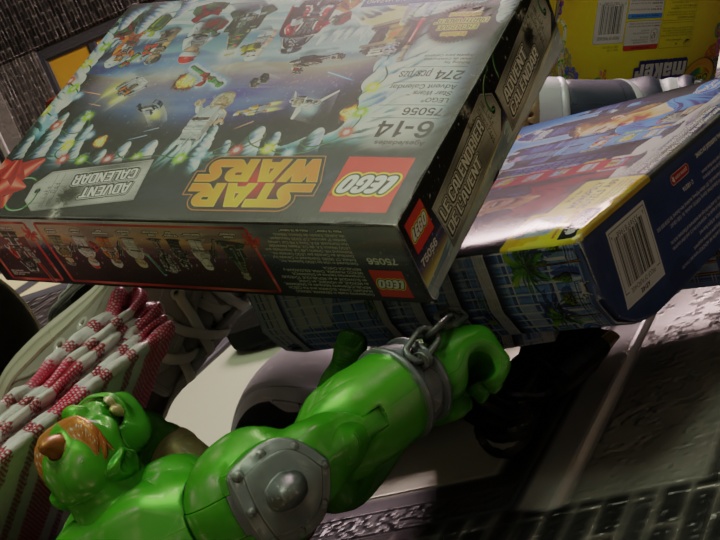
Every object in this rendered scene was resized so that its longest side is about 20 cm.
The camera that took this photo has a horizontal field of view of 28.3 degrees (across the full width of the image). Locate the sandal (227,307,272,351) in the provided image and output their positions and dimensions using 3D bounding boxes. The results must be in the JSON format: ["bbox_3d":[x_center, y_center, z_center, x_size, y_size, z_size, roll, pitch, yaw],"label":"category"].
[{"bbox_3d":[0.000,0.000,0.833,0.199,0.045,0.075,-17,14,26],"label":"sandal"}]

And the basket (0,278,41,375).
[{"bbox_3d":[-0.297,0.093,0.788,0.199,0.136,0.180,-19,18,33],"label":"basket"}]

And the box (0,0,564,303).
[{"bbox_3d":[-0.038,-0.053,0.543,0.199,0.040,0.137,2,47,32],"label":"box"}]

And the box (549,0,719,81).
[{"bbox_3d":[0.119,-0.189,0.984,0.199,0.123,0.192,-12,25,-44],"label":"box"}]

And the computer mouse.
[{"bbox_3d":[0.010,0.047,0.622,0.199,0.044,0.110,-12,17,41],"label":"computer mouse"}]

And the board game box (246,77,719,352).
[{"bbox_3d":[0.055,-0.012,0.591,0.199,0.062,0.200,-8,18,39],"label":"board game box"}]

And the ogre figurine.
[{"bbox_3d":[-0.050,0.080,0.473,0.199,0.099,0.120,-9,7,24],"label":"ogre figurine"}]

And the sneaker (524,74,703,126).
[{"bbox_3d":[0.137,-0.065,0.818,0.108,0.070,0.200,-1,-7,0],"label":"sneaker"}]

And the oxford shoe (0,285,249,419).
[{"bbox_3d":[-0.077,0.014,0.617,0.200,0.075,0.058,-46,49,8],"label":"oxford shoe"}]

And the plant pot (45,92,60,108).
[{"bbox_3d":[-0.157,-0.101,1.237,0.200,0.177,0.200,-32,15,-38],"label":"plant pot"}]

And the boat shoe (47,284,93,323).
[{"bbox_3d":[-0.147,0.008,1.046,0.200,0.072,0.071,-27,17,32],"label":"boat shoe"}]

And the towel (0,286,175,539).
[{"bbox_3d":[-0.146,0.101,0.508,0.200,0.030,0.147,-42,-18,-51],"label":"towel"}]
